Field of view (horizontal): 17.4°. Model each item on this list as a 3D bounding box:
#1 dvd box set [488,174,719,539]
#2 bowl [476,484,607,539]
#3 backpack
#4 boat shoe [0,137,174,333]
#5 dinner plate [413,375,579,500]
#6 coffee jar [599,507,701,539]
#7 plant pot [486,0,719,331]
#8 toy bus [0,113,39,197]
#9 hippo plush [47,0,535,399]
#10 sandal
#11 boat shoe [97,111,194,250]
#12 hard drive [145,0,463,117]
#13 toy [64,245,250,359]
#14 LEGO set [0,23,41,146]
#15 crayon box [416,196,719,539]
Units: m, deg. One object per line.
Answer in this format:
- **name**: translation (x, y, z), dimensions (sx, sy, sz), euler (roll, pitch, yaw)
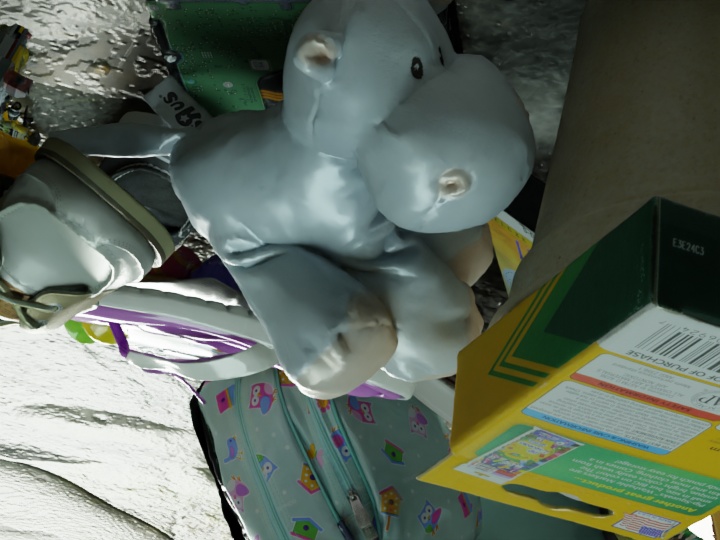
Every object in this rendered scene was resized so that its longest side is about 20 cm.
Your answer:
- **dvd box set**: translation (0.137, 0.048, 1.247), dimensions (0.146, 0.029, 0.200), euler (37, 158, 38)
- **bowl**: translation (0.108, 0.176, 1.545), dimensions (0.201, 0.105, 0.201), euler (9, 155, 4)
- **backpack**: translation (-0.009, 0.127, 1.392), dimensions (0.127, 0.200, 0.167), euler (-27, 175, 21)
- **boat shoe**: translation (-0.136, -0.006, 1.025), dimensions (0.075, 0.068, 0.200), euler (43, 166, -6)
- **dinner plate**: translation (0.077, 0.084, 1.335), dimensions (0.200, 0.024, 0.200), euler (34, -177, -2)
- **coffee jar**: translation (0.202, 0.106, 1.400), dimensions (0.085, 0.104, 0.200), euler (6, 153, -7)
- **plant pot**: translation (0.161, -0.038, 1.044), dimensions (0.200, 0.184, 0.200), euler (5, 153, 3)
- **toy bus**: translation (-0.281, 0.001, 1.204), dimensions (0.192, 0.200, 0.136), euler (-5, 151, 35)
- **hippo plush**: translation (0.006, -0.062, 1.041), dimensions (0.200, 0.159, 0.161), euler (46, 130, 10)
- **sandal**: translation (-0.071, 0.045, 1.217), dimensions (0.203, 0.050, 0.082), euler (13, 170, -1)
- **boat shoe**: translation (-0.119, -0.027, 1.196), dimensions (0.070, 0.066, 0.200), euler (31, 163, -15)
- **hard drive**: translation (-0.018, -0.092, 1.133), dimensions (0.140, 0.038, 0.200), euler (1, 153, 10)
- **toy**: translation (-0.097, 0.015, 1.321), dimensions (0.115, 0.047, 0.200), euler (29, 157, -36)
- **LEGO set**: translation (-0.182, -0.096, 1.033), dimensions (0.116, 0.154, 0.200), euler (26, 143, -3)
- **crayon box**: translation (0.122, 0.047, 0.959), dimensions (0.126, 0.052, 0.200), euler (17, 150, -20)
